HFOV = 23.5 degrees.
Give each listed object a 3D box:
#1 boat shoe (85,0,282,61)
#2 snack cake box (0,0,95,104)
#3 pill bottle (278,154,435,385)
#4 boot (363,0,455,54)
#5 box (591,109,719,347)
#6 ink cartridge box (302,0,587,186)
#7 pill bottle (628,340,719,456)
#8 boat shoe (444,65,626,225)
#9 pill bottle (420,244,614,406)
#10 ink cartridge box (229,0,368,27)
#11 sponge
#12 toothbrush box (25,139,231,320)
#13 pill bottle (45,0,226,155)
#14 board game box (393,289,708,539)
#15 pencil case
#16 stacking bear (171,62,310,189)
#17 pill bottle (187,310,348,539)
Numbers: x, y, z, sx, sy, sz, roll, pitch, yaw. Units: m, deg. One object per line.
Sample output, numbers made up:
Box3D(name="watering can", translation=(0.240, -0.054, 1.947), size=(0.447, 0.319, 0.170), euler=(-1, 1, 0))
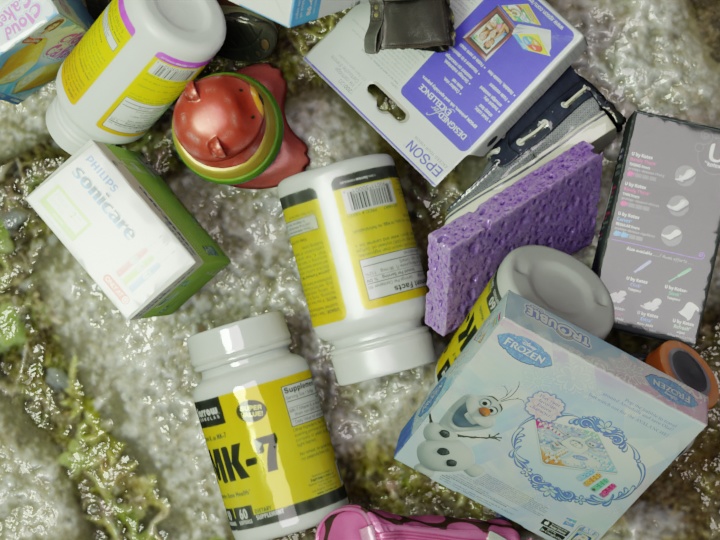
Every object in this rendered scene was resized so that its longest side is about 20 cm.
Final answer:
Box3D(name="boat shoe", translation=(-0.166, -0.256, 1.685), size=(0.199, 0.076, 0.074), euler=(13, 58, 13))
Box3D(name="snack cake box", translation=(-0.320, -0.222, 1.625), size=(0.115, 0.200, 0.067), euler=(-33, 88, 4))
Box3D(name="pill bottle", translation=(0.000, 0.000, 1.635), size=(0.114, 0.114, 0.201), euler=(-14, 88, 4))
Box3D(name="boot", translation=(0.064, -0.289, 1.599), size=(0.069, 0.200, 0.175), euler=(4, 107, 48))
Box3D(name="box", translation=(0.279, -0.038, 1.616), size=(0.106, 0.122, 0.201), euler=(13, 92, 5))
Box3D(name="ink cartridge box", translation=(0.079, -0.207, 1.647), size=(0.200, 0.043, 0.198), euler=(-45, 68, 3))
Box3D(name="pill bottle", translation=(0.235, 0.147, 1.585), size=(0.106, 0.106, 0.200), euler=(48, 125, 3))
Box3D(name="boat shoe", translation=(0.148, -0.119, 1.660), size=(0.200, 0.075, 0.093), euler=(-34, 77, -1))
Box3D(name="pill bottle", translation=(0.136, 0.083, 1.567), size=(0.114, 0.114, 0.200), euler=(33, 128, 4))
Box3D(name="ink cartridge box", translation=(-0.040, -0.295, 1.621), size=(0.116, 0.200, 0.067), euler=(28, 125, 29))
Box3D(name="sponge", translation=(0.142, -0.030, 1.595), size=(0.200, 0.112, 0.030), euler=(-31, 51, -28))
Box3D(name="toothbrush box", translation=(-0.211, -0.036, 1.617), size=(0.086, 0.200, 0.146), euler=(-41, 88, 3))
Box3D(name="pill bottle", translation=(-0.218, -0.189, 1.630), size=(0.104, 0.104, 0.200), euler=(52, 129, 3))
Box3D(name="board game box", translation=(0.162, 0.136, 1.500), size=(0.199, 0.043, 0.199), euler=(28, 129, -8))
Box3D(name="pencil case", translation=(0.060, 0.259, 1.602), size=(0.199, 0.094, 0.091), euler=(8, 74, -36))
Box3D(name="stacking bear", translation=(-0.123, -0.135, 1.609), size=(0.113, 0.200, 0.122), euler=(-18, 88, 4))
Box3D(name="pill bottle", translation=(-0.092, 0.147, 1.642), size=(0.114, 0.114, 0.201), euler=(-17, 88, 4))
